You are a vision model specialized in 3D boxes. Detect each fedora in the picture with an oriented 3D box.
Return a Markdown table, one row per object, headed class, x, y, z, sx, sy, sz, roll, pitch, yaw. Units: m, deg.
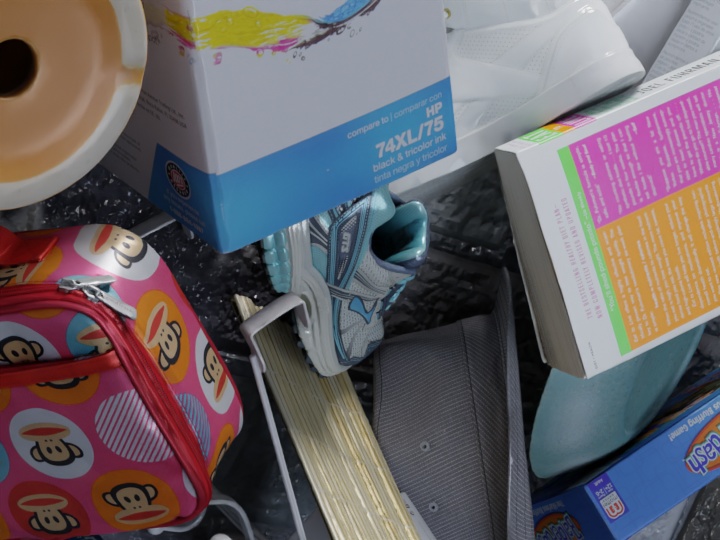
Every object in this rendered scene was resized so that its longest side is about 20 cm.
| class | x | y | z | sx | sy | sz | roll | pitch | yaw |
| --- | --- | --- | --- | --- | --- | --- | --- | --- | --- |
| fedora | 0.052 | 0.102 | 1.345 | 0.090 | 0.177 | 0.201 | -6 | 99 | 1 |

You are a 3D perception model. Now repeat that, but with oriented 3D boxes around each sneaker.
| class | x | y | z | sx | sy | sz | roll | pitch | yaw |
| --- | --- | --- | --- | --- | --- | --- | --- | --- | --- |
| sneaker | 0.046 | -0.110 | 1.274 | 0.199 | 0.116 | 0.074 | -29 | 173 | 11 |
| sneaker | 0.000 | 0.000 | 1.232 | 0.086 | 0.078 | 0.200 | -11 | 157 | 7 |

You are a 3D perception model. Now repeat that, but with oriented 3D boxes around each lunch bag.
| class | x | y | z | sx | sy | sz | roll | pitch | yaw |
| --- | --- | --- | --- | --- | --- | --- | --- | --- | --- |
| lunch bag | -0.171 | 0.046 | 1.096 | 0.177 | 0.199 | 0.082 | 64 | 31 | -32 |

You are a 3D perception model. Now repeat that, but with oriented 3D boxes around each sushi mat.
| class | x | y | z | sx | sy | sz | roll | pitch | yaw |
| --- | --- | --- | --- | --- | --- | --- | --- | --- | --- |
| sushi mat | -0.010 | 0.100 | 1.249 | 0.012 | 0.201 | 0.095 | -41 | 140 | 20 |

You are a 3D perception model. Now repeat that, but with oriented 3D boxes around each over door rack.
| class | x | y | z | sx | sy | sz | roll | pitch | yaw |
| --- | --- | --- | --- | --- | --- | --- | --- | --- | --- |
| over door rack | -0.084 | 0.085 | 1.209 | 0.066 | 0.148 | 0.201 | -17 | 120 | -27 |

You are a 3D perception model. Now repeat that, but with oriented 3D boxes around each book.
| class | x | y | z | sx | sy | sz | roll | pitch | yaw |
| --- | --- | --- | --- | --- | --- | --- | --- | --- | --- |
| book | 0.180 | -0.041 | 1.266 | 0.199 | 0.048 | 0.134 | -23 | 108 | -21 |

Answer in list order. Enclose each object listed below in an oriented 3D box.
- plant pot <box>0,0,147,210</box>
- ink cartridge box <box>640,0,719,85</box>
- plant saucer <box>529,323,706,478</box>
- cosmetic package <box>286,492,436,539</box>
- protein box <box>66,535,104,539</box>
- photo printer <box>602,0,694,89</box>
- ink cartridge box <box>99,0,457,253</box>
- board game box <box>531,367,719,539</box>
| class | x | y | z | sx | sy | sz | roll | pitch | yaw |
| --- | --- | --- | --- | --- | --- | --- | --- | --- | --- |
| plant pot | -0.192 | -0.117 | 1.001 | 0.199 | 0.183 | 0.201 | -17 | 121 | -30 |
| ink cartridge box | 0.267 | -0.128 | 1.355 | 0.199 | 0.041 | 0.201 | 27 | 94 | -44 |
| plant saucer | 0.170 | 0.044 | 1.367 | 0.201 | 0.039 | 0.202 | -49 | 155 | -31 |
| cosmetic package | -0.046 | 0.207 | 1.302 | 0.082 | 0.051 | 0.200 | -6 | 145 | -52 |
| protein box | -0.227 | 0.241 | 1.186 | 0.198 | 0.135 | 0.201 | -4 | 115 | -36 |
| photo printer | 0.198 | -0.147 | 1.366 | 0.200 | 0.069 | 0.167 | -43 | 132 | -12 |
| ink cartridge box | -0.058 | -0.145 | 1.117 | 0.145 | 0.147 | 0.201 | -24 | 125 | -26 |
| board game box | 0.198 | 0.115 | 1.449 | 0.199 | 0.152 | 0.045 | -31 | 88 | -21 |
